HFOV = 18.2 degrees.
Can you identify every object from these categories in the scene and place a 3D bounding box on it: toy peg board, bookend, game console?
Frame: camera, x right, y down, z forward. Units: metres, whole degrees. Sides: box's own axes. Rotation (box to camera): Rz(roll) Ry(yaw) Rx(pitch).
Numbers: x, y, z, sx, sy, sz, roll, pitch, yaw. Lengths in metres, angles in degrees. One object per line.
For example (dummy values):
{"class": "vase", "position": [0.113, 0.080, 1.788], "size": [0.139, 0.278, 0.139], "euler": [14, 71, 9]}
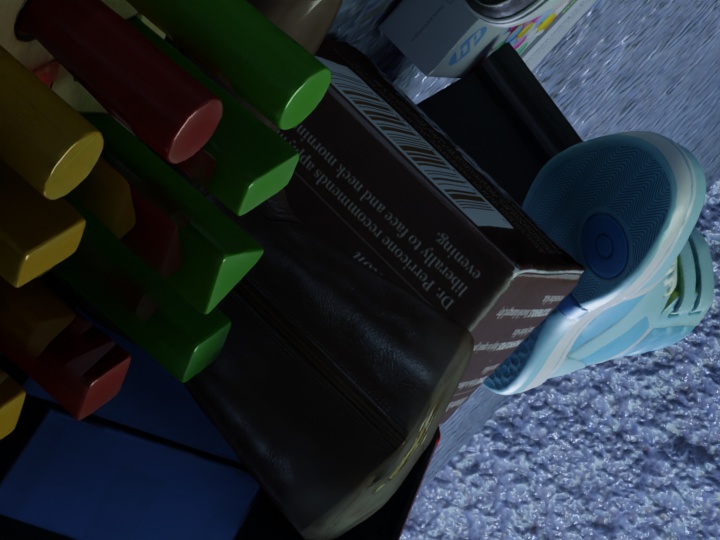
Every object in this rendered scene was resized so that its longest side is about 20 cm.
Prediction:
{"class": "toy peg board", "position": [-0.110, -0.015, 0.740], "size": [0.199, 0.098, 0.200], "euler": [-37, 159, -42]}
{"class": "bookend", "position": [0.000, 0.000, 1.198], "size": [0.198, 0.092, 0.200], "euler": [-32, 170, -30]}
{"class": "game console", "position": [-0.078, 0.069, 0.864], "size": [0.177, 0.199, 0.031], "euler": [-61, 166, -61]}

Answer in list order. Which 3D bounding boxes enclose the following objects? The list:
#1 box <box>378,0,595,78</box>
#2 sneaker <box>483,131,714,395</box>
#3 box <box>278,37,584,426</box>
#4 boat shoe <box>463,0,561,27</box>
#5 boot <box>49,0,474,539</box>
{"class": "box", "position": [0.101, -0.170, 1.196], "size": [0.156, 0.041, 0.200], "euler": [-47, 169, 14]}
{"class": "sneaker", "position": [0.142, -0.015, 1.134], "size": [0.130, 0.080, 0.200], "euler": [-13, 159, -32]}
{"class": "box", "position": [-0.032, 0.015, 1.031], "size": [0.200, 0.166, 0.164], "euler": [-47, 169, 11]}
{"class": "boat shoe", "position": [0.082, -0.186, 0.999], "size": [0.064, 0.071, 0.200], "euler": [-35, 158, -47]}
{"class": "boot", "position": [-0.012, -0.016, 0.862], "size": [0.187, 0.200, 0.064], "euler": [-54, 142, 4]}
